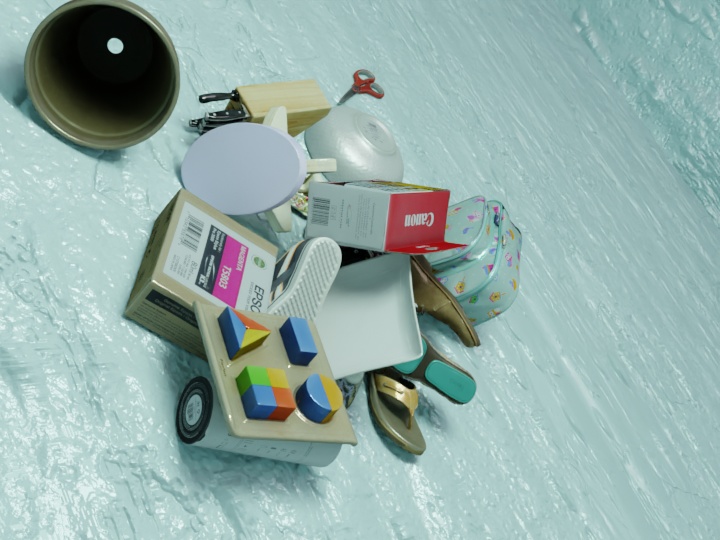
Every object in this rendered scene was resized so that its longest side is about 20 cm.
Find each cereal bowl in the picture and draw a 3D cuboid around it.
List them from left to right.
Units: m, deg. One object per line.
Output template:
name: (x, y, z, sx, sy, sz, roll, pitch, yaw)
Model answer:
cereal bowl: (0.003, -0.217, 1.781, 0.199, 0.083, 0.201, 29, 37, -25)

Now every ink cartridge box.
ink cartridge box: (-0.200, 0.011, 1.299, 0.164, 0.075, 0.201, 31, 34, -21)
ink cartridge box: (0.047, -0.079, 1.436, 0.174, 0.085, 0.199, 11, 11, 28)

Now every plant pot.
plant pot: (-0.345, -0.288, 1.375, 0.199, 0.200, 0.174, 32, 17, -21)

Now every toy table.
toy table: (-0.143, -0.147, 1.447, 0.198, 0.186, 0.117, 12, 9, 27)

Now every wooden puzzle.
wooden puzzle: (-0.094, 0.116, 1.188, 0.199, 0.046, 0.186, 16, 40, -41)

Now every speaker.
speaker: (-0.116, 0.184, 1.202, 0.199, 0.081, 0.082, 18, 42, -37)

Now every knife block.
knife block: (-0.160, -0.248, 1.544, 0.064, 0.199, 0.176, 59, 4, 20)

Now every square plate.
square plate: (-0.015, 0.072, 1.369, 0.201, 0.196, 0.029, -95, 165, -44)

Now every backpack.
backpack: (0.173, -0.012, 1.661, 0.153, 0.175, 0.201, 45, 37, -42)

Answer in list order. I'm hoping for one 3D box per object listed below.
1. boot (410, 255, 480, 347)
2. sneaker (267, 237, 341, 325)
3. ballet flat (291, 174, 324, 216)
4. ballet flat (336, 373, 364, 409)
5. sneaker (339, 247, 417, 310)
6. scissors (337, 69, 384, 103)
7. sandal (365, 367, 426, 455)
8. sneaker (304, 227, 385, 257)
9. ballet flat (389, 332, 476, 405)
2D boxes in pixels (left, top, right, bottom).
boot: (0.107, 0.051, 1.553, 0.200, 0.075, 0.074, 51, -7, 16)
sneaker: (-0.097, 0.048, 1.357, 0.078, 0.079, 0.201, 39, 69, -26)
ballet flat: (-0.100, -0.135, 1.587, 0.199, 0.064, 0.076, 21, 41, -36)
ballet flat: (-0.015, 0.114, 1.410, 0.072, 0.072, 0.201, 37, 33, -15)
sneaker: (0.000, 0.000, 1.467, 0.199, 0.083, 0.072, 25, -2, 16)
scissors: (-0.014, -0.364, 1.990, 0.073, 0.014, 0.200, 54, 33, 6)
sandal: (0.052, 0.170, 1.439, 0.080, 0.054, 0.201, 21, 39, -37)
sneaker: (0.009, -0.031, 1.591, 0.199, 0.075, 0.081, 30, 35, -26)
ballet flat: (0.081, 0.128, 1.447, 0.200, 0.068, 0.067, 41, -5, -18)
